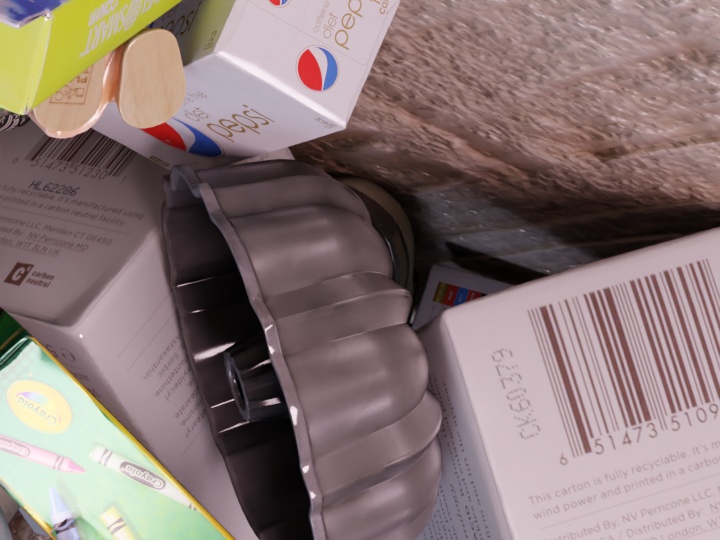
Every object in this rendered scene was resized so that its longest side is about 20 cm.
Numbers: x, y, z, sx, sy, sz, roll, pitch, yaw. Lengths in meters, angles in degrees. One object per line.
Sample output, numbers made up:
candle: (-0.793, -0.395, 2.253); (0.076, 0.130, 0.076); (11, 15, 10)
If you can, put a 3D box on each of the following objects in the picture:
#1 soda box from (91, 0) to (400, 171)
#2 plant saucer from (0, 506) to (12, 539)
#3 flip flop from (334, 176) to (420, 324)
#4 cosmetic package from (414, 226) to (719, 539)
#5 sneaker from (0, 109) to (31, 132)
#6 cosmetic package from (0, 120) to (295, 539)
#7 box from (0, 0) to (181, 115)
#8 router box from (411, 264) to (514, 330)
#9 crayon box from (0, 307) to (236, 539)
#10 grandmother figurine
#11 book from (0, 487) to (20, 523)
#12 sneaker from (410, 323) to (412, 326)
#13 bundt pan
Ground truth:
soda box: (-0.060, -0.092, 1.191); (0.068, 0.064, 0.200); (28, 165, -19)
plant saucer: (-0.225, 0.094, 1.296); (0.201, 0.039, 0.201); (33, 155, 18)
flip flop: (0.000, 0.000, 1.475); (0.081, 0.058, 0.200); (29, 152, 10)
cosmetic package: (0.110, 0.088, 1.254); (0.164, 0.166, 0.200); (-16, 174, -13)
sneaker: (-0.181, -0.107, 1.341); (0.085, 0.078, 0.200); (22, 177, -27)
cosmetic package: (-0.113, 0.028, 1.407); (0.167, 0.167, 0.200); (10, 142, 40)
box: (-0.145, -0.119, 1.037); (0.121, 0.048, 0.200); (21, -156, 10)
router box: (0.093, 0.116, 1.414); (0.179, 0.201, 0.049); (15, 164, 15)
crayon box: (-0.116, 0.106, 1.251); (0.200, 0.058, 0.119); (47, 173, -18)
grandmother figurine: (-0.159, -0.120, 1.152); (0.121, 0.061, 0.200); (6, -156, -40)
book: (-0.264, 0.048, 1.363); (0.133, 0.048, 0.201); (3, 134, 32)
sneaker: (0.026, 0.068, 1.584); (0.088, 0.074, 0.200); (38, 173, -39)
bundt pan: (-0.021, 0.039, 1.207); (0.075, 0.203, 0.202); (-18, 173, -13)
